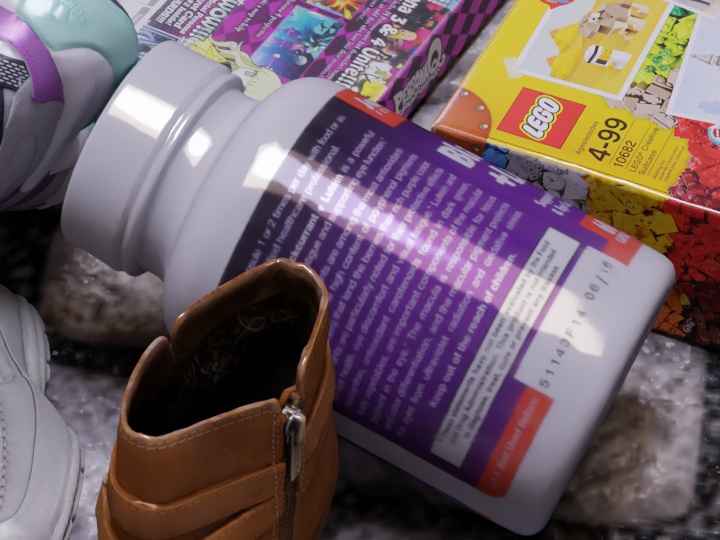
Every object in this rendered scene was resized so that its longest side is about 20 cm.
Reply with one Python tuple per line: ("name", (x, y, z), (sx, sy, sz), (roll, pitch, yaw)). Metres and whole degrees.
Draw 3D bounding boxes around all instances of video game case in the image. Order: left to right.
("video game case", (-0.054, -0.110, 1.013), (0.181, 0.036, 0.200), (21, 51, 21))

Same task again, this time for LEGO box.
("LEGO box", (0.136, -0.073, 0.943), (0.149, 0.077, 0.200), (18, 50, 18))

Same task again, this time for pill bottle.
("pill bottle", (0.000, 0.000, 0.826), (0.200, 0.111, 0.111), (28, 52, 7))

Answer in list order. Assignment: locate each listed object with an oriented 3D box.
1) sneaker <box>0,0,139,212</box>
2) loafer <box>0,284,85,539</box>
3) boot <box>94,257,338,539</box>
("sneaker", (-0.163, -0.038, 0.857), (0.140, 0.200, 0.078), (-42, 86, -21))
("loafer", (-0.141, 0.055, 0.799), (0.070, 0.070, 0.200), (26, 13, -24))
("boot", (-0.062, 0.103, 0.725), (0.077, 0.155, 0.200), (29, 52, 16))
